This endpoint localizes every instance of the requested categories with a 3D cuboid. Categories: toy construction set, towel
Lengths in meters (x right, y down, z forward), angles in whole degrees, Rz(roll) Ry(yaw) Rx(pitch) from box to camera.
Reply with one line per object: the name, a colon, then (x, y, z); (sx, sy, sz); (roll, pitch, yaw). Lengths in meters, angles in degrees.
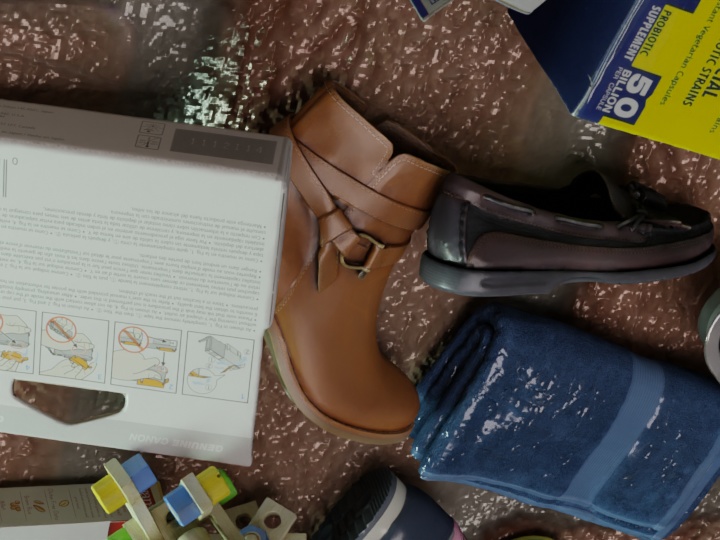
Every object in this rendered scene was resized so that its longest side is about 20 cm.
toy construction set: (-0.076, 0.170, 1.276); (0.092, 0.131, 0.200); (-38, 163, 2)
towel: (0.129, 0.092, 1.368); (0.199, 0.049, 0.112); (20, 116, -30)

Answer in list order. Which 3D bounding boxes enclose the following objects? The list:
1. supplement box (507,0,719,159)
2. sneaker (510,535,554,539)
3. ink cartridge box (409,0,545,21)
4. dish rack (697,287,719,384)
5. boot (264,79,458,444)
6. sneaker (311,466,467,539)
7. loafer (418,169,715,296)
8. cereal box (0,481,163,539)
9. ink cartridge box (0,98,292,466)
supplement box: (0.197, -0.125, 1.201); (0.199, 0.110, 0.109); (13, 120, -27)
sneaker: (0.047, 0.235, 1.435); (0.199, 0.082, 0.074); (-26, 131, 3)
ink cartridge box: (0.102, -0.194, 1.125); (0.200, 0.100, 0.039); (-36, 130, 10)
dish rack: (0.290, 0.034, 1.381); (0.172, 0.044, 0.200); (-41, 128, 0)
boot: (0.000, 0.000, 1.253); (0.200, 0.074, 0.155); (33, 106, -37)
sneaker: (-0.015, 0.212, 1.396); (0.082, 0.070, 0.200); (33, 112, -20)
loafer: (0.119, -0.027, 1.258); (0.199, 0.072, 0.063); (-7, 108, -37)
cereal box: (-0.215, 0.188, 1.335); (0.199, 0.040, 0.144); (-1, 127, -18)
ink cartridge box: (-0.141, 0.005, 1.183); (0.199, 0.045, 0.177); (8, 123, 0)
